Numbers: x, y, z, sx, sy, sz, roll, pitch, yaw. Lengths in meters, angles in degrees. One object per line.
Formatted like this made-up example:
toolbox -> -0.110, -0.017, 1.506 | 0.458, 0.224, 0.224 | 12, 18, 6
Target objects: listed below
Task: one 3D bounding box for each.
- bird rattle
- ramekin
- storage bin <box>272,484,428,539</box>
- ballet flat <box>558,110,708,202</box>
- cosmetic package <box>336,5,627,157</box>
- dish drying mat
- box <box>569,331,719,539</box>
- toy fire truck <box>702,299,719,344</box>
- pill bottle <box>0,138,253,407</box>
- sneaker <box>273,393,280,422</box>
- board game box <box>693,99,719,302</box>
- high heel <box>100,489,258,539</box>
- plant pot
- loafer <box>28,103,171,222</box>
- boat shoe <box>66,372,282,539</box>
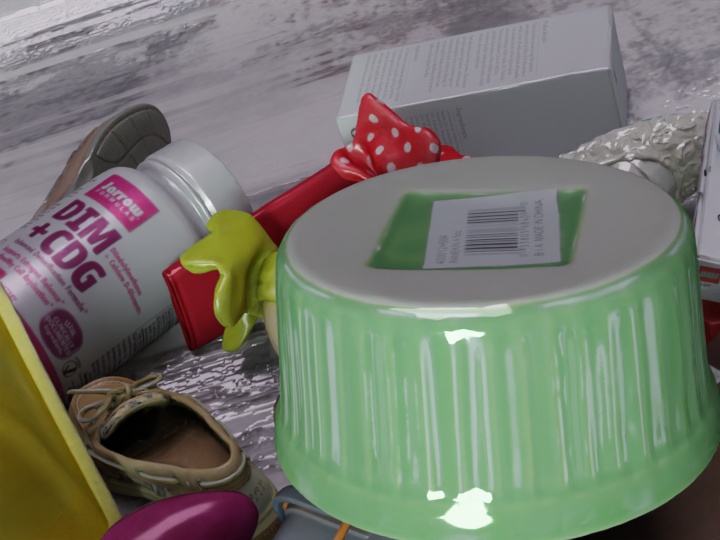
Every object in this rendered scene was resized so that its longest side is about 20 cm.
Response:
bird rattle -> 0.000, 0.000, 0.939 | 0.199, 0.113, 0.163 | -29, 60, -4
ramekin -> 0.055, 0.024, 0.654 | 0.199, 0.098, 0.200 | -5, 23, 2
storage bin -> 0.015, 0.182, 0.639 | 0.199, 0.146, 0.135 | 14, 55, 40
ballet flat -> 0.139, -0.038, 0.957 | 0.199, 0.072, 0.072 | -19, 31, 16
cosmetic package -> 0.091, -0.124, 1.098 | 0.199, 0.072, 0.102 | -9, 34, 16
dish drying mat -> -0.042, -0.024, 1.015 | 0.200, 0.077, 0.018 | -34, 43, -22
box -> 0.182, 0.091, 0.683 | 0.200, 0.075, 0.100 | -47, 35, -7
toy fire truck -> 0.268, -0.017, 0.870 | 0.199, 0.049, 0.141 | -20, 33, -3
pill bottle -> -0.172, 0.002, 1.009 | 0.200, 0.114, 0.113 | -38, 37, -27
sneaker -> 0.022, 0.081, 0.798 | 0.199, 0.089, 0.077 | 12, 65, 40
board game box -> 0.281, -0.024, 0.810 | 0.199, 0.035, 0.127 | 11, 50, 9
high heel -> -0.127, 0.190, 0.752 | 0.200, 0.068, 0.096 | -38, 24, -2
plant pot -> -0.284, 0.093, 0.874 | 0.195, 0.195, 0.200 | -30, 28, -16
loafer -> -0.214, -0.061, 1.172 | 0.063, 0.072, 0.200 | -9, 36, 29
boat shoe -> -0.115, 0.098, 0.885 | 0.073, 0.063, 0.200 | -38, 37, -26
